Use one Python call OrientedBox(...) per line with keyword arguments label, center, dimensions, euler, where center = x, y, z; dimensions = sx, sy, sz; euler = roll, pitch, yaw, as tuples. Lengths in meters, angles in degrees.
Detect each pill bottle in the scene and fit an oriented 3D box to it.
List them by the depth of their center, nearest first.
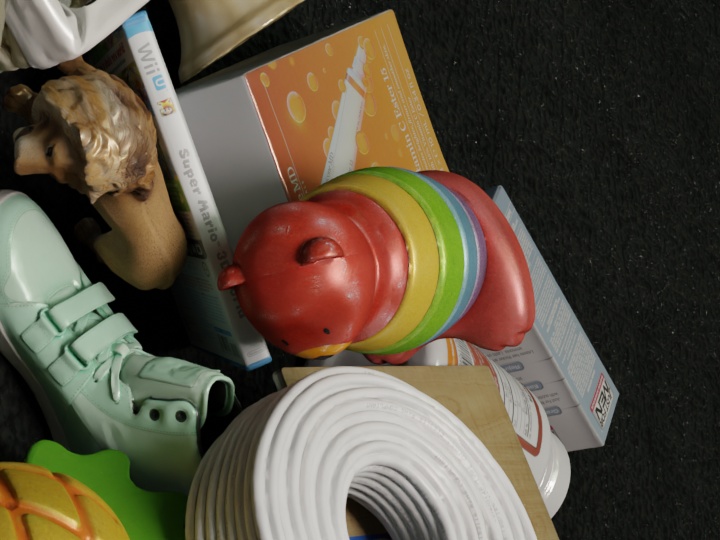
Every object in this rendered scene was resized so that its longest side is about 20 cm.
OrientedBox(label="pill bottle", center=(0.057, 0.106, 1.336), dimensions=(0.200, 0.112, 0.113), euler=(39, 47, -45))

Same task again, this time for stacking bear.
OrientedBox(label="stacking bear", center=(0.000, 0.000, 1.101), dimensions=(0.200, 0.121, 0.115), euler=(-6, 88, -63))

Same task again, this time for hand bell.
OrientedBox(label="hand bell", center=(-0.123, -0.228, 1.232), dimensions=(0.201, 0.104, 0.104), euler=(56, 35, -7))

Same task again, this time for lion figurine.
OrientedBox(label="lion figurine", center=(-0.128, -0.043, 1.057), dimensions=(0.123, 0.072, 0.200), euler=(46, -7, 38))

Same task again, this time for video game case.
OrientedBox(label="video game case", center=(-0.108, -0.045, 1.131), dimensions=(0.018, 0.143, 0.201), euler=(-22, 99, -15))

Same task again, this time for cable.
OrientedBox(label="cable", center=(0.006, 0.148, 1.029), dimensions=(0.200, 0.069, 0.201), euler=(-23, 81, -51))

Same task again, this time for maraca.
OrientedBox(label="maraca", center=(-0.161, 0.143, 0.965), dimensions=(0.200, 0.137, 0.107), euler=(-32, 149, -50))

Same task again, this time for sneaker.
OrientedBox(label="sneaker", center=(-0.126, 0.038, 1.068), dimensions=(0.074, 0.118, 0.201), euler=(-41, 112, -53))

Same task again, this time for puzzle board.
OrientedBox(label="puzzle board", center=(0.039, 0.126, 1.165), dimensions=(0.199, 0.017, 0.151), euler=(2, 60, -50))

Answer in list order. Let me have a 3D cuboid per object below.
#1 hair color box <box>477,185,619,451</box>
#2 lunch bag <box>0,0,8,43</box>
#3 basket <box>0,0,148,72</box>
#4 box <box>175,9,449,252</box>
OrientedBox(label="hair color box", center=(0.097, 0.044, 1.435), dimensions=(0.201, 0.099, 0.061), euler=(59, 35, -26))
OrientedBox(label="lunch bag", center=(-0.255, -0.088, 0.894), dimensions=(0.167, 0.139, 0.201), euler=(14, 62, -17))
OrientedBox(label="basket", center=(-0.206, -0.205, 1.034), dimensions=(0.201, 0.123, 0.136), euler=(63, 34, -19))
OrientedBox(label="box", center=(-0.041, -0.077, 1.266), dimensions=(0.200, 0.097, 0.125), euler=(-34, 107, -56))
